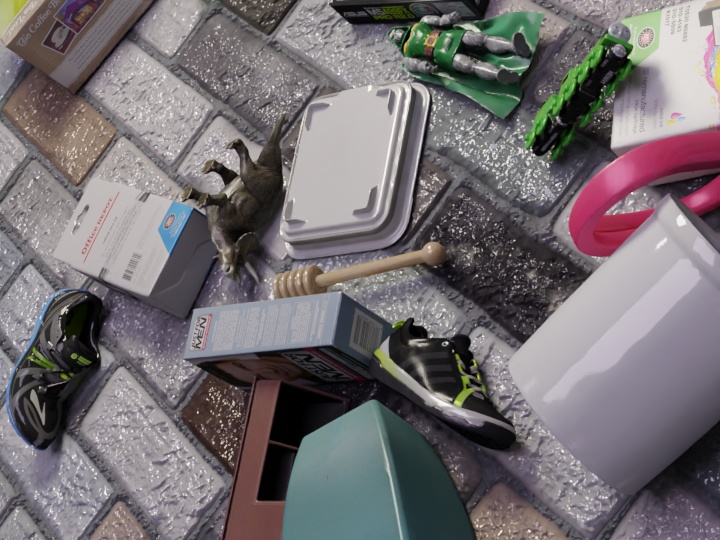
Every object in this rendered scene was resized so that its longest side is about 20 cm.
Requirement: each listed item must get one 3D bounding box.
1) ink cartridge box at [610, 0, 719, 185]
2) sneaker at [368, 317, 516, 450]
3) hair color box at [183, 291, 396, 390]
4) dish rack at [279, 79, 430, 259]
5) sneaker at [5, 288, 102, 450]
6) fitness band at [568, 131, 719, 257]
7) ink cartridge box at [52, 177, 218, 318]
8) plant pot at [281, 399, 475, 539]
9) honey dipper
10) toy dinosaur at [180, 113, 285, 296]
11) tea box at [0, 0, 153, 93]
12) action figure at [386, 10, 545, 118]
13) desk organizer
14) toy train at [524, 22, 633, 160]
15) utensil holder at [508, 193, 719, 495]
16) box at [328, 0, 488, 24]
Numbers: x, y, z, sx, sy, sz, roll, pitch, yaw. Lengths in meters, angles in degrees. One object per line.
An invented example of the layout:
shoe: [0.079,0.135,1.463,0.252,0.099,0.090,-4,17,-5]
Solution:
ink cartridge box: [0.338,-0.174,1.508,0.199,0.084,0.146,-11,60,36]
sneaker: [0.083,0.098,1.576,0.200,0.072,0.083,30,86,45]
hair color box: [-0.073,0.075,1.699,0.199,0.099,0.061,-7,63,37]
dish rack: [-0.014,-0.116,1.799,0.171,0.043,0.201,-8,61,38]
sneaker: [-0.354,0.111,1.932,0.082,0.071,0.201,-7,59,44]
fitness band: [0.265,-0.066,1.437,0.144,0.199,0.038,-50,58,47]
ink cartridge box: [-0.261,-0.030,1.936,0.199,0.068,0.117,19,79,44]
plant pot: [0.017,0.233,1.515,0.141,0.141,0.201,-30,44,23]
honey dipper: [0.000,0.000,1.719,0.199,0.038,0.038,-15,57,29]
toy dinosaur: [-0.132,-0.082,1.851,0.077,0.102,0.201,-2,55,53]
tea box: [-0.395,-0.383,2.203,0.200,0.133,0.197,-47,45,9]
action figure: [0.099,-0.236,1.769,0.199,0.055,0.119,19,82,48]
desk organizer: [-0.075,0.210,1.646,0.077,0.072,0.201,-6,63,35]
toy train: [0.209,-0.170,1.574,0.200,0.042,0.057,126,166,-60]
utensil holder: [0.248,0.065,1.391,0.200,0.170,0.170,-46,46,12]
box: [0.072,-0.360,1.864,0.199,0.044,0.161,6,71,41]
